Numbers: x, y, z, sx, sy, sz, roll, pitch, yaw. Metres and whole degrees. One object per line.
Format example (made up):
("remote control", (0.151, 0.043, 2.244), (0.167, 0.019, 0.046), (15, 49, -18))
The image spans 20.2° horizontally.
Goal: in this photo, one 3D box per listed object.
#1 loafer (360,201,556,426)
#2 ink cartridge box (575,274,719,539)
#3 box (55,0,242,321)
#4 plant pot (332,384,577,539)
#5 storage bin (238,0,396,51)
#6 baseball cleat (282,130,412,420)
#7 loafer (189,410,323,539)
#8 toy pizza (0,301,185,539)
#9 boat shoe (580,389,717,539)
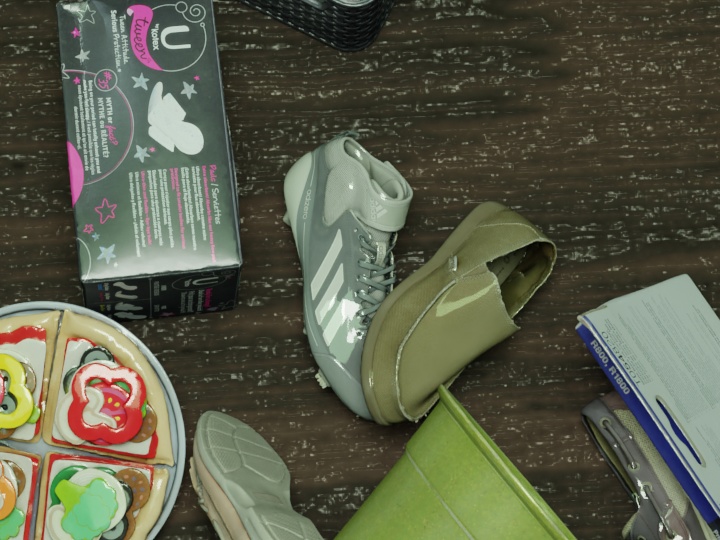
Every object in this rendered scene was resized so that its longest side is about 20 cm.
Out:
("loafer", (0.070, 0.028, 1.410), (0.067, 0.076, 0.201), (10, 52, 39))
("ink cartridge box", (0.229, 0.104, 1.373), (0.041, 0.199, 0.200), (-39, 77, 28))
("box", (-0.148, -0.077, 1.428), (0.114, 0.132, 0.202), (-5, 76, -6))
("plant pot", (0.048, 0.213, 1.345), (0.190, 0.200, 0.200), (-40, 80, 1))
("storage bin", (-0.012, -0.284, 1.508), (0.134, 0.094, 0.201), (26, 75, 5))
("baseball cleat", (0.000, 0.000, 1.426), (0.069, 0.106, 0.202), (-5, 71, -43))
("loafer", (-0.079, 0.167, 1.359), (0.071, 0.200, 0.063), (20, 107, -29))
("toy pizza", (-0.220, 0.123, 1.397), (0.198, 0.032, 0.202), (0, 92, 0))
("boat shoe", (0.212, 0.174, 1.410), (0.064, 0.072, 0.202), (-20, 73, -2))
